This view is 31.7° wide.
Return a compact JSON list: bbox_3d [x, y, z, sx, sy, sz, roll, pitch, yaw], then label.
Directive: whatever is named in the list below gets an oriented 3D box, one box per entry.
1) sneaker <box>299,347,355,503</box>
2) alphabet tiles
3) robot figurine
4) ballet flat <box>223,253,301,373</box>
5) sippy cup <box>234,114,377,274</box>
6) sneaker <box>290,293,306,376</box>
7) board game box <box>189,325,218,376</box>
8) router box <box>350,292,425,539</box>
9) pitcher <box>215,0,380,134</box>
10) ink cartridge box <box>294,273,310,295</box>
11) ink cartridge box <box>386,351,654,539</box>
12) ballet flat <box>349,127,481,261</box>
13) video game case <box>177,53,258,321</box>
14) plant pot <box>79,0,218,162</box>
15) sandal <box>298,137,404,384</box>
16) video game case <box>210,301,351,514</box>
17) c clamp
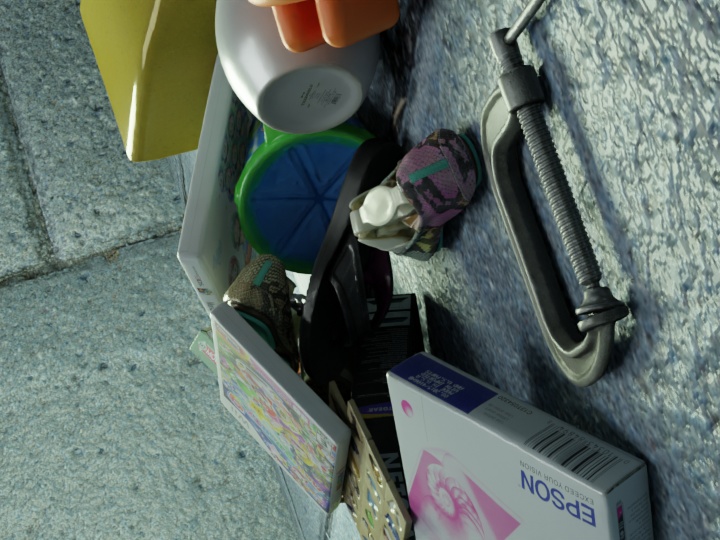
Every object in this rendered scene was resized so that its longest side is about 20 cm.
[{"bbox_3d":[-0.019,0.120,1.137,0.201,0.066,0.090,86,-175,-49],"label":"sneaker"},{"bbox_3d":[0.011,0.183,0.970,0.201,0.006,0.167,93,154,-59],"label":"alphabet tiles"},{"bbox_3d":[-0.032,-0.243,0.798,0.144,0.116,0.202,-123,18,-73],"label":"robot figurine"},{"bbox_3d":[-0.076,0.046,1.068,0.200,0.067,0.076,94,-160,-63],"label":"ballet flat"},{"bbox_3d":[-0.042,-0.088,1.068,0.131,0.138,0.179,-107,28,-55],"label":"sippy cup"},{"bbox_3d":[-0.030,0.094,1.200,0.199,0.078,0.112,33,165,21],"label":"sneaker"},{"bbox_3d":[-0.062,0.120,1.288,0.200,0.134,0.029,42,119,16],"label":"board game box"},{"bbox_3d":[0.035,0.146,1.074,0.158,0.052,0.201,-85,-14,-56],"label":"router box"},{"bbox_3d":[-0.045,-0.220,0.932,0.172,0.120,0.201,119,145,-54],"label":"pitcher"},{"bbox_3d":[-0.043,-0.026,1.319,0.200,0.043,0.198,139,112,-75],"label":"ink cartridge box"},{"bbox_3d":[0.103,0.172,0.800,0.196,0.043,0.202,23,131,49],"label":"ink cartridge box"},{"bbox_3d":[0.031,-0.046,0.895,0.200,0.071,0.070,124,127,-76],"label":"ballet flat"},{"bbox_3d":[-0.111,-0.057,1.110,0.182,0.023,0.202,75,-160,-62],"label":"video game case"},{"bbox_3d":[-0.141,-0.249,1.146,0.200,0.194,0.195,107,145,-61],"label":"plant pot"},{"bbox_3d":[0.000,-0.001,0.982,0.048,0.075,0.202,23,106,30],"label":"sandal"},{"bbox_3d":[-0.066,0.117,1.027,0.143,0.018,0.200,44,160,16],"label":"video game case"},{"bbox_3d":[0.100,-0.034,0.689,0.171,0.027,0.202,141,112,-78],"label":"c clamp"}]
